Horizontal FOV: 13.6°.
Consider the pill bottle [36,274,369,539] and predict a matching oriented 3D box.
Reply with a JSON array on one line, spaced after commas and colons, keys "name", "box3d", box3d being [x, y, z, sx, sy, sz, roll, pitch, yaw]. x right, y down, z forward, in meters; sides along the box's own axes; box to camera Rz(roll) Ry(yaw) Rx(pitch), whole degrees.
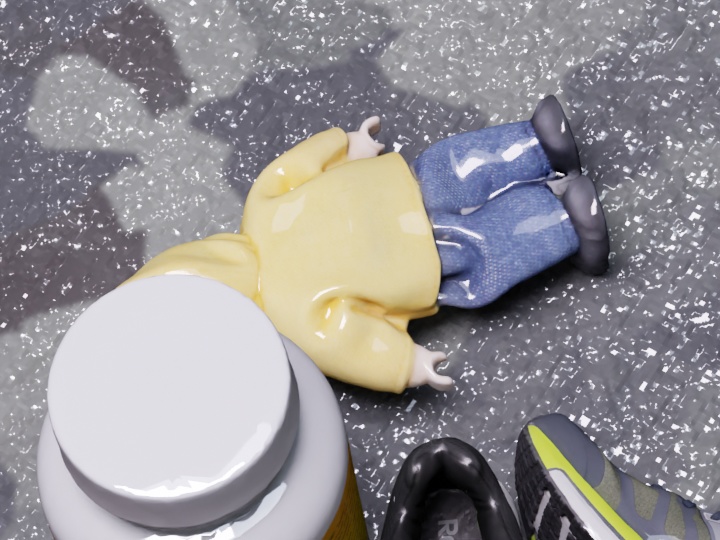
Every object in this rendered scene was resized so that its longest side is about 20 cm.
[{"name": "pill bottle", "box3d": [-0.056, 0.083, 1.093, 0.112, 0.200, 0.113, -2, 63, 5]}]

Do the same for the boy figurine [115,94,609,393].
[{"name": "boy figurine", "box3d": [0.000, 0.000, 1.207, 0.199, 0.065, 0.125, -21, 63, -4]}]

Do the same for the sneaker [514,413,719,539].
[{"name": "sneaker", "box3d": [0.140, 0.120, 1.136, 0.200, 0.074, 0.081, 42, 64, 16]}]

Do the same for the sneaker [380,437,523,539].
[{"name": "sneaker", "box3d": [0.034, 0.151, 1.111, 0.066, 0.091, 0.201, -6, 63, 4]}]
